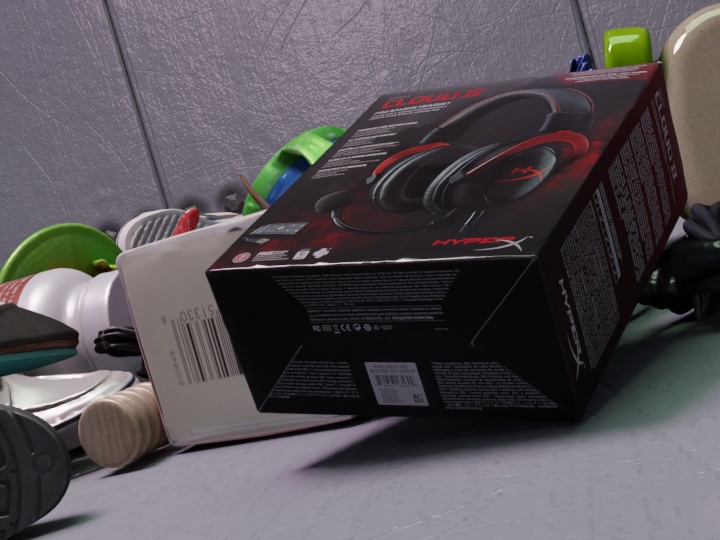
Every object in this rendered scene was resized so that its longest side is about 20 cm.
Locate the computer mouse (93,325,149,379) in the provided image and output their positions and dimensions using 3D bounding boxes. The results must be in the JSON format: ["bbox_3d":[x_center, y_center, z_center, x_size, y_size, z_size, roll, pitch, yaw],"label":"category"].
[{"bbox_3d":[-0.120,0.048,0.807,0.058,0.034,0.200,5,-10,6],"label":"computer mouse"}]

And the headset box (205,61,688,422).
[{"bbox_3d":[0.050,-0.022,0.573,0.148,0.075,0.200,-2,30,31],"label":"headset box"}]

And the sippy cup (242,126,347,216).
[{"bbox_3d":[-0.013,-0.037,1.144,0.178,0.130,0.140,11,-64,-57],"label":"sippy cup"}]

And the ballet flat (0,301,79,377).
[{"bbox_3d":[-0.244,0.041,0.694,0.200,0.069,0.068,-19,-2,-43],"label":"ballet flat"}]

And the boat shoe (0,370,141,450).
[{"bbox_3d":[-0.235,0.087,0.797,0.200,0.070,0.071,-17,12,2],"label":"boat shoe"}]

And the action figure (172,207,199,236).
[{"bbox_3d":[-0.059,-0.005,0.907,0.065,0.099,0.200,24,15,-38],"label":"action figure"}]

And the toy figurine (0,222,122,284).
[{"bbox_3d":[-0.161,0.046,1.041,0.184,0.150,0.200,4,-9,40],"label":"toy figurine"}]

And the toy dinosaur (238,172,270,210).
[{"bbox_3d":[0.000,0.000,0.970,0.106,0.061,0.200,10,-17,48],"label":"toy dinosaur"}]

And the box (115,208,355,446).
[{"bbox_3d":[-0.014,0.011,0.720,0.128,0.109,0.200,-14,4,35],"label":"box"}]

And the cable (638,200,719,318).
[{"bbox_3d":[0.234,-0.025,0.632,0.163,0.051,0.200,-13,4,43],"label":"cable"}]

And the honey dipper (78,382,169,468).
[{"bbox_3d":[-0.095,0.071,0.758,0.038,0.038,0.200,-15,2,22],"label":"honey dipper"}]

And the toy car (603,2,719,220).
[{"bbox_3d":[0.261,-0.093,0.934,0.164,0.158,0.200,-3,-6,10],"label":"toy car"}]

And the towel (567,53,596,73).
[{"bbox_3d":[0.117,-0.062,0.934,0.200,0.024,0.145,-60,-7,11],"label":"towel"}]

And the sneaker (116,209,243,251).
[{"bbox_3d":[-0.163,-0.019,1.240,0.079,0.079,0.200,-6,-2,42],"label":"sneaker"}]

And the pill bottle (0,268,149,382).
[{"bbox_3d":[-0.239,0.063,0.927,0.200,0.112,0.112,-15,4,21],"label":"pill bottle"}]

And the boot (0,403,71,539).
[{"bbox_3d":[-0.210,0.101,0.663,0.164,0.066,0.200,-13,-2,0],"label":"boot"}]
